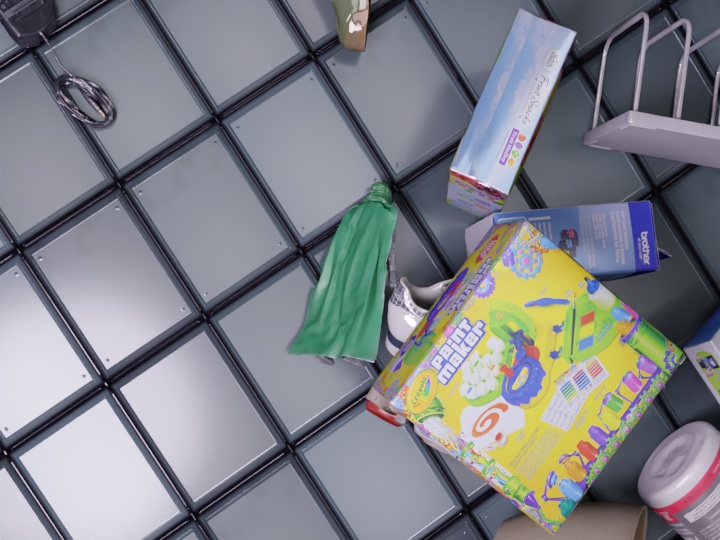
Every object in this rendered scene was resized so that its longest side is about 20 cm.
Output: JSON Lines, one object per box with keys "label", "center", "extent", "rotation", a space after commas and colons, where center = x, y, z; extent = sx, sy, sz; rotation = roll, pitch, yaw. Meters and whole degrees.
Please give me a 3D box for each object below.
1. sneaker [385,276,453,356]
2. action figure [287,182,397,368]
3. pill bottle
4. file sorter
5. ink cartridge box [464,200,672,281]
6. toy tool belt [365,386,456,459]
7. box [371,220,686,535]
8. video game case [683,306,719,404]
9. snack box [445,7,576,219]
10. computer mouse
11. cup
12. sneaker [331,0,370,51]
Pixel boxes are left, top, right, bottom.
{"label": "sneaker", "center": [0.125, 0.052, 1.109], "extent": [0.197, 0.077, 0.081], "rotation": [3, 118, -7]}
{"label": "action figure", "center": [0.000, 0.000, 1.164], "extent": [0.117, 0.055, 0.202], "rotation": [4, 71, 36]}
{"label": "pill bottle", "center": [0.405, 0.267, 1.195], "extent": [0.200, 0.111, 0.111], "rotation": [42, 85, -5]}
{"label": "file sorter", "center": [0.360, -0.188, 1.183], "extent": [0.197, 0.139, 0.126], "rotation": [8, 86, -7]}
{"label": "ink cartridge box", "center": [0.221, -0.024, 1.161], "extent": [0.197, 0.136, 0.077], "rotation": [-7, 86, -7]}
{"label": "toy tool belt", "center": [0.116, 0.134, 1.163], "extent": [0.198, 0.125, 0.124], "rotation": [25, 78, 22]}
{"label": "box", "center": [0.149, 0.093, 1.021], "extent": [0.192, 0.122, 0.201], "rotation": [39, 86, -7]}
{"label": "video game case", "center": [0.460, 0.098, 1.198], "extent": [0.199, 0.045, 0.182], "rotation": [-38, 96, -32]}
{"label": "snack box", "center": [0.147, -0.148, 1.120], "extent": [0.067, 0.200, 0.170], "rotation": [24, 87, 4]}
{"label": "computer mouse", "center": [-0.324, -0.232, 1.153], "extent": [0.058, 0.034, 0.201], "rotation": [-37, 99, -23]}
{"label": "cup", "center": [0.206, 0.324, 1.145], "extent": [0.141, 0.200, 0.203], "rotation": [11, 88, 20]}
{"label": "sneaker", "center": [-0.029, -0.334, 1.175], "extent": [0.089, 0.067, 0.203], "rotation": [4, 89, 0]}
